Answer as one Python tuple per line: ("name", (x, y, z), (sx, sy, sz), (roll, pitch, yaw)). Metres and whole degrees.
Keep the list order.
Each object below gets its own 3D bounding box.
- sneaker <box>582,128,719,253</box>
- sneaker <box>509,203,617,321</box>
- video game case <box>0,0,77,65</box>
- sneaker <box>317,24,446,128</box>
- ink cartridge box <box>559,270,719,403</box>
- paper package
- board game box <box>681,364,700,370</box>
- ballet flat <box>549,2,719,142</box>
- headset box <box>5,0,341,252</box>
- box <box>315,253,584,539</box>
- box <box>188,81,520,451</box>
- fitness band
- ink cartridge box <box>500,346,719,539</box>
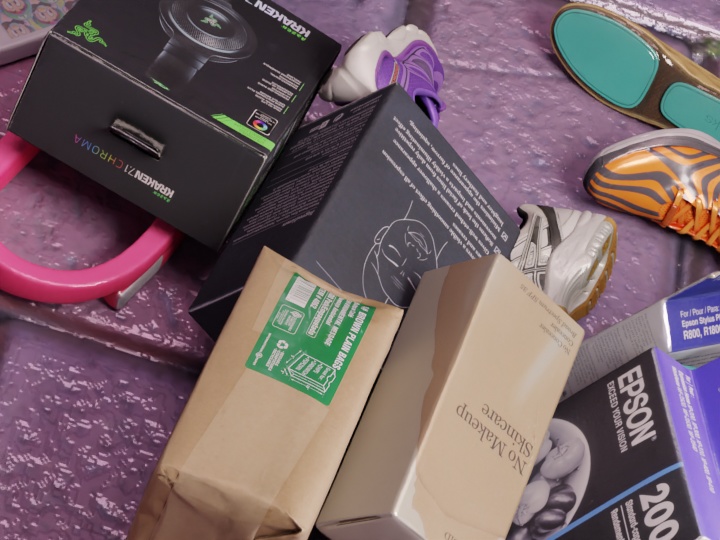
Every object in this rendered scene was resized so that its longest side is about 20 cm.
("sneaker", (0.269, -0.039, 1.902), (0.198, 0.078, 0.113), (4, 50, -18))
("sneaker", (0.112, 0.028, 1.803), (0.087, 0.076, 0.200), (18, 44, 19))
("video game case", (-0.250, -0.248, 1.909), (0.199, 0.024, 0.182), (-23, 64, -34))
("sneaker", (0.027, -0.124, 1.842), (0.083, 0.081, 0.200), (45, 16, 4))
("ink cartridge box", (0.236, 0.044, 1.715), (0.195, 0.200, 0.044), (-9, 75, -42))
("paper package", (-0.069, 0.123, 1.562), (0.103, 0.191, 0.201), (25, 47, 0))
("board game box", (0.272, 0.126, 1.715), (0.198, 0.152, 0.045), (9, 62, -14))
("ballet flat", (0.239, -0.148, 2.001), (0.199, 0.069, 0.063), (35, 21, 6))
("headset box", (-0.131, -0.127, 1.765), (0.173, 0.093, 0.200), (31, 34, 0))
("box", (0.059, 0.100, 1.592), (0.095, 0.077, 0.201), (40, 57, -28))
("box", (0.000, 0.000, 1.709), (0.149, 0.107, 0.201), (49, 44, -20))
("fitness band", (-0.195, -0.050, 1.760), (0.143, 0.038, 0.200), (33, 47, 7))
("ink cartridge box", (0.168, 0.136, 1.548), (0.043, 0.199, 0.199), (49, 18, -29))
